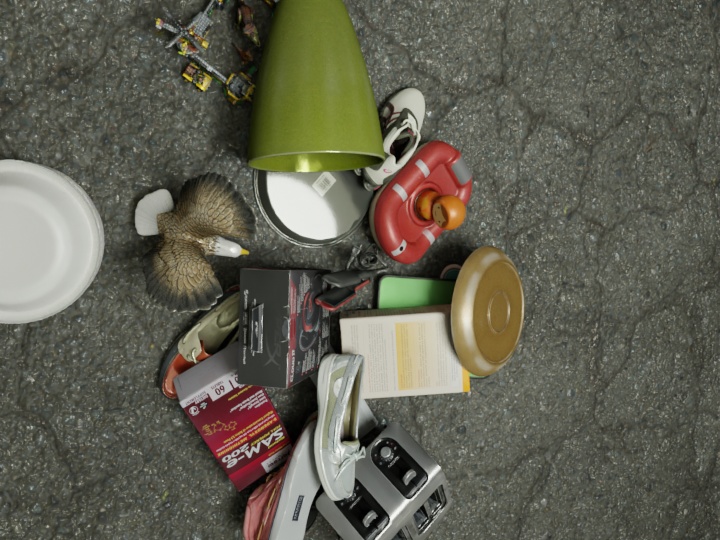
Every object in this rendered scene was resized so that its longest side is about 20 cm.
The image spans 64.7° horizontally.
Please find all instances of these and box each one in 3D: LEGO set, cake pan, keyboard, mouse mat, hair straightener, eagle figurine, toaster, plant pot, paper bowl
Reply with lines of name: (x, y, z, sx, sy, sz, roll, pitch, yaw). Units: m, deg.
LEGO set: (-0.162, -0.333, 0.765, 0.153, 0.116, 0.201, 42, 82, -20)
cake pan: (-0.064, -0.135, 0.871, 0.196, 0.037, 0.205, -3, 98, -20)
keyboard: (-0.038, 0.194, 0.939, 0.056, 0.011, 0.202, -32, 106, -8)
mouse mat: (0.122, 0.093, 0.929, 0.195, 0.008, 0.165, 4, 98, 2)
hair straightener: (0.000, 0.000, 0.854, 0.199, 0.040, 0.078, -20, 131, -60)
eagle figurine: (-0.212, -0.040, 0.739, 0.148, 0.200, 0.155, -18, 100, -14)
toaster: (0.041, 0.371, 0.899, 0.180, 0.118, 0.202, -40, 142, -18)
plant pot: (-0.061, -0.243, 0.745, 0.183, 0.187, 0.205, -3, 94, -19)
paper bowl: (-0.432, -0.035, 0.714, 0.196, 0.104, 0.206, -3, 99, -21)
plant pot: (0.207, 0.064, 0.882, 0.198, 0.027, 0.205, -4, 95, -46)

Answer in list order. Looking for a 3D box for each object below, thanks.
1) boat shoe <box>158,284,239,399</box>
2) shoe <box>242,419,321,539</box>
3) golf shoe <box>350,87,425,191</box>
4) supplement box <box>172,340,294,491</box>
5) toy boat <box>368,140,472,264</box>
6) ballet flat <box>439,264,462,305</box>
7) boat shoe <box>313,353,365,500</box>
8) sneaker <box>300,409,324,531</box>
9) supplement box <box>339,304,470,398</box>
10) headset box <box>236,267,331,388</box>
boat shoe: (-0.223, 0.107, 0.831, 0.071, 0.062, 0.201, 41, 83, -22)
shoe: (-0.111, 0.315, 0.842, 0.071, 0.090, 0.204, 32, 70, -43)
golf shoe: (0.065, -0.207, 0.866, 0.077, 0.087, 0.202, 41, 61, -27)
supplement box: (-0.179, 0.216, 0.831, 0.108, 0.061, 0.203, -29, 125, -14)
toy boat: (0.110, -0.098, 0.881, 0.200, 0.130, 0.131, -47, 125, -9)
ballet flat: (0.148, 0.089, 0.963, 0.068, 0.069, 0.205, 5, 98, -20)
boat shoe: (-0.023, 0.223, 0.818, 0.074, 0.063, 0.207, 24, 64, -63)
sneaker: (-0.075, 0.329, 0.898, 0.069, 0.090, 0.204, 15, 91, -21)
supplement box: (0.067, 0.125, 0.893, 0.195, 0.074, 0.129, -3, 97, 0)
headset box: (-0.103, 0.072, 0.787, 0.073, 0.200, 0.152, 2, 91, 14)
